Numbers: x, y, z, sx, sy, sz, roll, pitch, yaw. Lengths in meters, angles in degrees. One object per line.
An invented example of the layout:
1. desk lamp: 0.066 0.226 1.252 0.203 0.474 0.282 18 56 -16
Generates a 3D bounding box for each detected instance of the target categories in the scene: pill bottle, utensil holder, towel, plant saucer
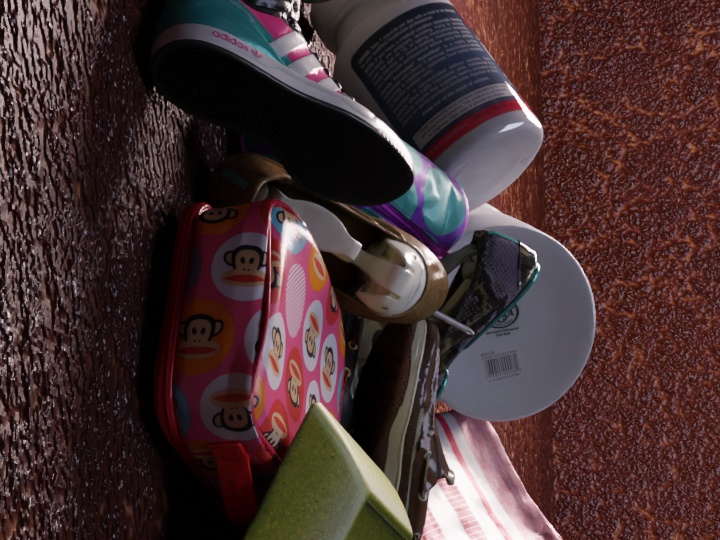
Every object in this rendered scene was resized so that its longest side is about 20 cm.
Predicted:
1. pill bottle: 0.047 -0.153 1.342 0.201 0.119 0.120 56 2 20
2. utensil holder: 0.093 0.028 1.398 0.200 0.168 0.172 -149 -127 -77
3. towel: 0.066 0.174 1.293 0.199 0.023 0.145 -3 54 -51
4. plant saucer: -0.031 0.202 1.014 0.202 0.047 0.200 -62 160 -12

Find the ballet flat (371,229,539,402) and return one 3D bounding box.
1. ballet flat: 0.048 0.050 1.222 0.201 0.072 0.072 -53 175 13

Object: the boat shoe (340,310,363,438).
1. boat shoe: -0.030 0.107 1.156 0.074 0.062 0.203 133 -32 -52

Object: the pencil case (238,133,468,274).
1. pencil case: -0.003 -0.067 1.188 0.199 0.085 0.093 32 21 -49

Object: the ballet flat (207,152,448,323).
1. ballet flat: -0.010 -0.014 1.083 0.199 0.072 0.068 33 85 -28

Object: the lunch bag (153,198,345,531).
1. lunch bag: -0.063 0.071 1.013 0.201 0.081 0.178 68 23 -58

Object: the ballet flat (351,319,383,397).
1. ballet flat: 0.000 0.090 1.345 0.072 0.071 0.203 7 80 -78

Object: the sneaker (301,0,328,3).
1. sneaker: -0.032 -0.299 1.226 0.067 0.089 0.203 -27 113 -76

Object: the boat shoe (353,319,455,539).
1. boat shoe: 0.031 0.134 1.179 0.075 0.074 0.205 19 -86 67

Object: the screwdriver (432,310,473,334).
1. screwdriver: 0.000 0.000 1.142 0.029 0.198 0.028 -27 -141 64

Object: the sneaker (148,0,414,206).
1. sneaker: -0.046 -0.128 1.032 0.199 0.083 0.122 31 43 -35
